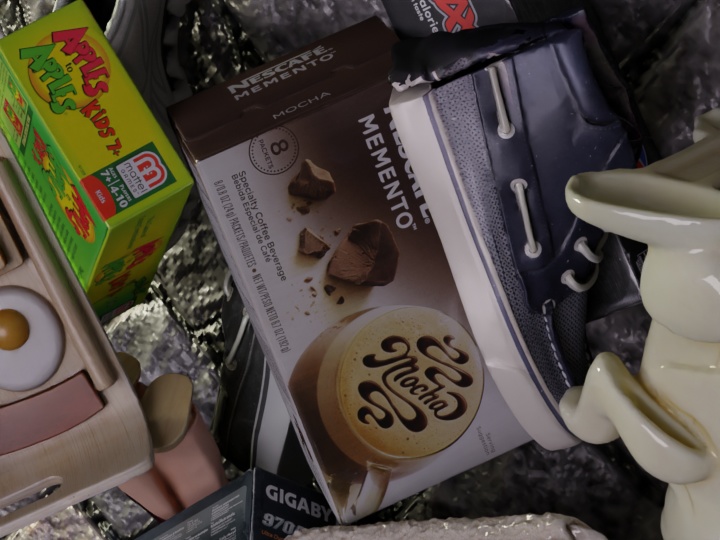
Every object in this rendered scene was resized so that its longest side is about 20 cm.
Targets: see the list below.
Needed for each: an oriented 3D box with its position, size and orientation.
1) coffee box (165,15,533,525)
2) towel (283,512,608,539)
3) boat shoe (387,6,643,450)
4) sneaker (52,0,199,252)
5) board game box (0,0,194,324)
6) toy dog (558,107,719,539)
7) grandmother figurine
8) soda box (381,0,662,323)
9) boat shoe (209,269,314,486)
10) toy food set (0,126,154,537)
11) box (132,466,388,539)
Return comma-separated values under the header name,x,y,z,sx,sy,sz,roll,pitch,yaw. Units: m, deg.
name,x,y,z,sx,sy,sz,roll,pitch,yaw
coffee box,0.000,0.000,1.190,0.080,0.112,0.201,-125,13,-65
towel,0.066,0.151,1.170,0.199,0.035,0.132,-8,144,47
boat shoe,0.087,-0.018,1.108,0.092,0.075,0.201,-17,113,17
sneaker,-0.125,-0.098,1.299,0.075,0.081,0.201,13,117,29
board game box,-0.138,-0.044,1.237,0.102,0.047,0.200,58,162,8
toy dog,0.181,0.053,1.068,0.193,0.139,0.201,13,117,28
grandmother figurine,-0.088,0.120,1.322,0.121,0.061,0.200,28,158,36
soda box,0.079,-0.076,1.173,0.071,0.063,0.201,-22,94,39
boat shoe,-0.041,0.023,1.293,0.063,0.071,0.201,28,124,22
toy food set,-0.203,0.031,1.198,0.143,0.060,0.201,-24,102,6
box,-0.056,0.181,1.320,0.200,0.158,0.046,-33,44,40
